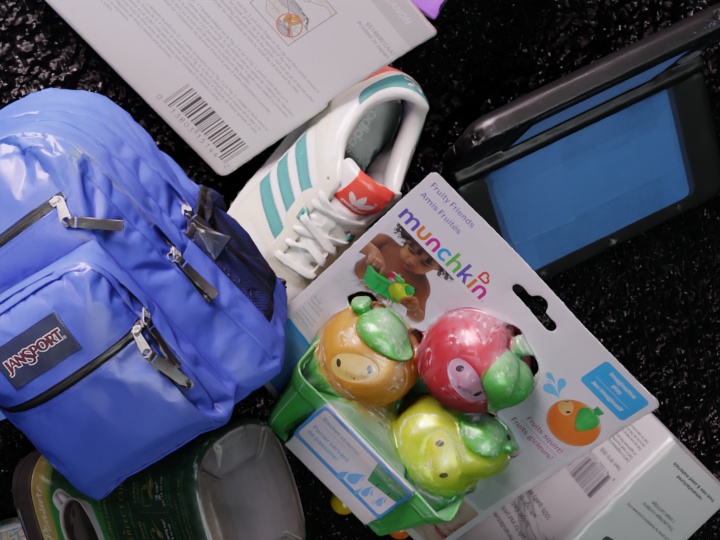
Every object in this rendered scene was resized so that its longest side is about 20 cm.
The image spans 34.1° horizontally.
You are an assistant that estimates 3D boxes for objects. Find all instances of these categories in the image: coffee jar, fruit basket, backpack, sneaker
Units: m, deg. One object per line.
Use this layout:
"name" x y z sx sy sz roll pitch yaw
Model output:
"coffee jar" -0.135 0.151 0.752 0.085 0.200 0.104 -27 104 -49
"fruit basket" 0.041 0.068 0.699 0.185 0.094 0.200 46 130 -4
"backpack" -0.151 0.006 0.648 0.162 0.168 0.200 -34 110 10
"sneaker" -0.025 -0.041 0.728 0.070 0.093 0.200 32 92 -24

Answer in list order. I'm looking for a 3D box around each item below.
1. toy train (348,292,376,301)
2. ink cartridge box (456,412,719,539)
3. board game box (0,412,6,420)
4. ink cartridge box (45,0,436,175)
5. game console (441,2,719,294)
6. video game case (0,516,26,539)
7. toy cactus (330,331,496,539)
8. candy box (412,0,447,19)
"toy train" 0.000 0.000 0.817 0.200 0.034 0.046 31 82 -25
"ink cartridge box" 0.149 0.179 0.877 0.200 0.147 0.083 -45 117 6
"board game box" -0.207 0.012 0.759 0.200 0.045 0.135 -22 116 -7
"ink cartridge box" -0.082 -0.172 0.682 0.176 0.045 0.200 -29 121 27
"game console" 0.170 -0.075 0.800 0.200 0.176 0.117 -26 88 -5
"video game case" -0.249 0.245 0.858 0.200 0.018 0.143 -14 114 -11
"toy cactus" 0.064 0.110 0.847 0.165 0.102 0.200 -6 128 -35
"candy box" 0.025 -0.281 0.692 0.168 0.072 0.200 29 101 -24
